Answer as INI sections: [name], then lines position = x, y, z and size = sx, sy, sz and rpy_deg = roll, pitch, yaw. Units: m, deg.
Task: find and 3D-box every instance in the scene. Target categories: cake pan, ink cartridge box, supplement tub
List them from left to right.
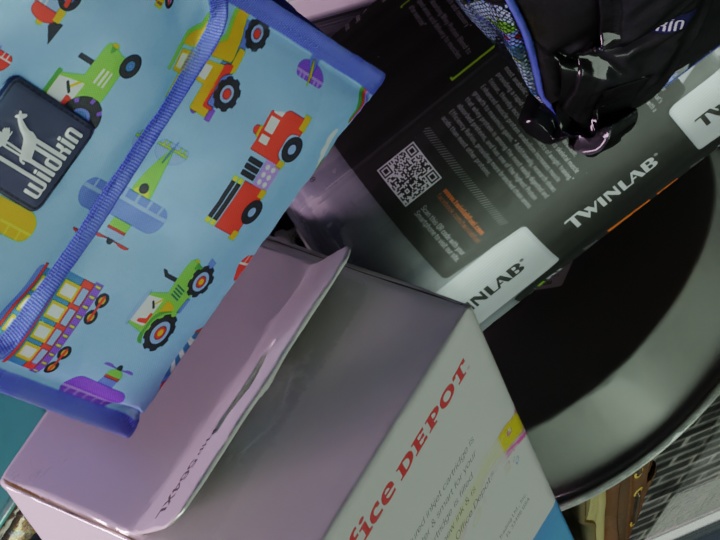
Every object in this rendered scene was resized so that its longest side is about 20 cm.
[ink cartridge box]
position = -0.023, 0.082, 1.022
size = 0.129, 0.125, 0.200
rpy_deg = -57, 148, -23
[supplement tub]
position = 0.066, -0.071, 1.051
size = 0.200, 0.123, 0.123
rpy_deg = -38, 156, 8
[cake pan]
position = 0.086, 0.012, 1.179
size = 0.200, 0.200, 0.037
rpy_deg = -40, 120, 12

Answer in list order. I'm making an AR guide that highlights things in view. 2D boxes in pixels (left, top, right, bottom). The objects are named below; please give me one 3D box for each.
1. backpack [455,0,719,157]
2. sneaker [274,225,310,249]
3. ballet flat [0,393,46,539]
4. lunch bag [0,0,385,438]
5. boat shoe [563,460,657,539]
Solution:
[backpack]
position = 0.086, -0.161, 0.880
size = 0.183, 0.147, 0.200
rpy_deg = -34, 159, 1
[sneaker]
position = 0.000, 0.000, 1.165
size = 0.200, 0.076, 0.080
rpy_deg = -44, 145, 16
[ballet flat]
position = -0.112, 0.039, 1.095
size = 0.200, 0.071, 0.071
rpy_deg = -51, 153, 9
[lunch bag]
position = -0.103, -0.047, 0.872
size = 0.151, 0.094, 0.200
rpy_deg = -54, 155, 5
[boat shoe]
position = 0.129, 0.110, 1.520
size = 0.068, 0.072, 0.200
rpy_deg = -33, 158, -10
